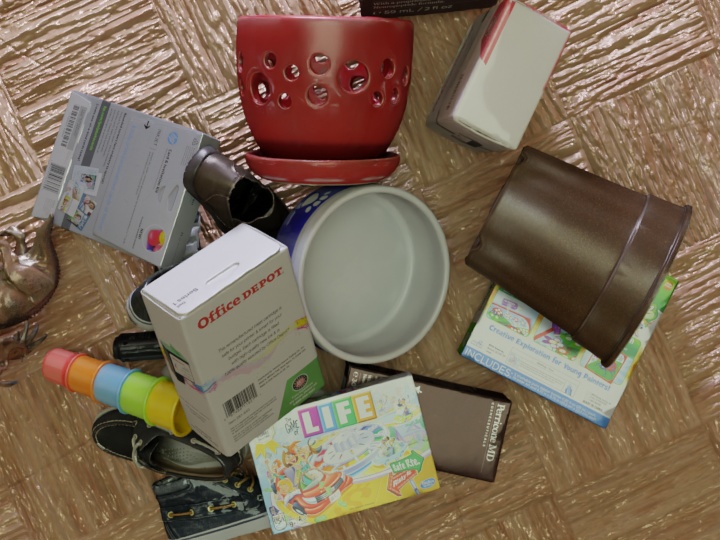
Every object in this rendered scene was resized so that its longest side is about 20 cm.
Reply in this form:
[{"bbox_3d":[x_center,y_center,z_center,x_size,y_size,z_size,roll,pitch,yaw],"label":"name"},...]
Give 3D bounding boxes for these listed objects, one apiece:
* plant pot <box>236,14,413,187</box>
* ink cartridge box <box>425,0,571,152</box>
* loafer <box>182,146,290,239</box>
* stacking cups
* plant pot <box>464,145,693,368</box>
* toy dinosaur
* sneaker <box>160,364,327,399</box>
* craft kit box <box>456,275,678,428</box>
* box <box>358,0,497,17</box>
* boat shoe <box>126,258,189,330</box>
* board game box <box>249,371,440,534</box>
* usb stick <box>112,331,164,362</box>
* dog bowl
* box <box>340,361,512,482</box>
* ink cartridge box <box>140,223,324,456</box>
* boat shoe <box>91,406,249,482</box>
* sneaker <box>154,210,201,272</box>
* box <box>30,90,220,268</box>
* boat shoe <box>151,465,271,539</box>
[{"bbox_3d":[-0.040,-0.193,1.564,0.198,0.201,0.185,0,101,-2],"label":"plant pot"},{"bbox_3d":[0.150,-0.213,1.564,0.084,0.200,0.147,26,91,-9],"label":"ink cartridge box"},{"bbox_3d":[-0.128,-0.068,1.564,0.071,0.200,0.073,31,88,29],"label":"loafer"},{"bbox_3d":[-0.279,0.137,1.593,0.198,0.060,0.061,13,92,25],"label":"stacking cups"},{"bbox_3d":[0.234,-0.029,1.547,0.197,0.200,0.202,29,91,4],"label":"plant pot"},{"bbox_3d":[-0.397,0.032,1.610,0.135,0.086,0.200,43,86,-3],"label":"toy dinosaur"},{"bbox_3d":[-0.126,0.133,1.635,0.199,0.074,0.116,34,87,-11],"label":"sneaker"},{"bbox_3d":[0.245,0.054,1.658,0.199,0.049,0.199,27,93,-3],"label":"craft kit box"},{"bbox_3d":[0.071,-0.398,1.539,0.164,0.200,0.166,-6,77,-2],"label":"box"},{"bbox_3d":[-0.164,0.012,1.538,0.199,0.057,0.069,-24,75,-34],"label":"boat shoe"},{"bbox_3d":[-0.021,0.207,1.583,0.198,0.034,0.136,-15,94,-3],"label":"board game box"},{"bbox_3d":[-0.189,0.084,1.633,0.197,0.055,0.033,-4,103,-2],"label":"usb stick"},{"bbox_3d":[0.000,0.000,1.586,0.198,0.079,0.203,-6,102,-29],"label":"dog bowl"},{"bbox_3d":[0.069,0.177,1.640,0.198,0.075,0.101,12,92,-5],"label":"box"},{"bbox_3d":[-0.134,0.074,1.498,0.144,0.084,0.201,-35,132,-26],"label":"ink cartridge box"},{"bbox_3d":[-0.227,0.203,1.604,0.198,0.060,0.075,9,123,17],"label":"boat shoe"},{"bbox_3d":[-0.216,-0.016,1.621,0.066,0.091,0.202,-10,68,-29],"label":"sneaker"},{"bbox_3d":[-0.269,-0.104,1.583,0.198,0.041,0.158,19,92,29],"label":"box"},{"bbox_3d":[-0.143,0.258,1.632,0.198,0.071,0.092,-20,97,1],"label":"boat shoe"}]
